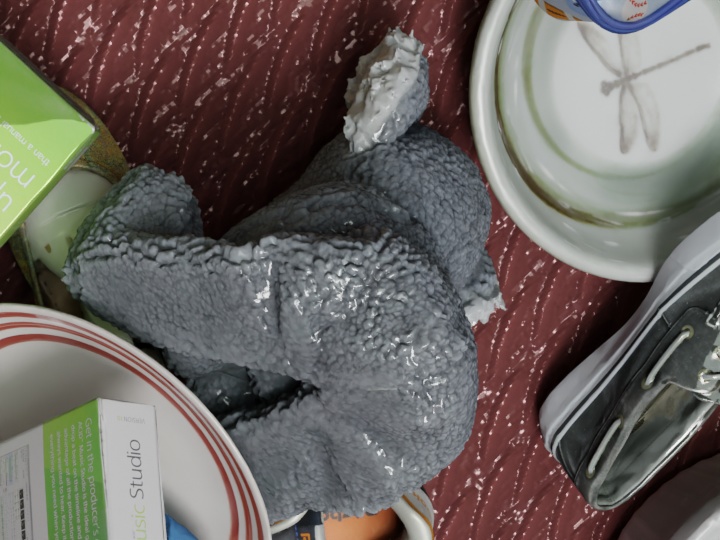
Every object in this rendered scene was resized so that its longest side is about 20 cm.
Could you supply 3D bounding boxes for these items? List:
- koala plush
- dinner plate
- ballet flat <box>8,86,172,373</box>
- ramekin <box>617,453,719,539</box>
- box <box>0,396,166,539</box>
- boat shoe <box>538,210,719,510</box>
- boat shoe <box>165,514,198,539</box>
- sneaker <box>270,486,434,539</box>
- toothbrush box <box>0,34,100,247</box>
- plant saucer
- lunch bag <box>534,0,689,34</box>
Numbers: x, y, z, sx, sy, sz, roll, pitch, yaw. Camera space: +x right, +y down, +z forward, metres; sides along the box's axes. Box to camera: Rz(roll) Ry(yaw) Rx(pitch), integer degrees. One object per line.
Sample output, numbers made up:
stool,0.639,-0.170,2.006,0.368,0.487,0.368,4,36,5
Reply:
koala plush,0.000,0.000,1.275,0.200,0.183,0.178,-52,130,-46
dinner plate,-0.124,0.094,1.268,0.201,0.199,0.024,60,43,-21
ballet flat,-0.125,0.011,1.294,0.070,0.071,0.202,-15,108,-13
ramekin,0.215,0.186,1.432,0.201,0.094,0.204,-4,105,-17
box,-0.156,0.153,1.229,0.036,0.199,0.146,9,67,-39
boat shoe,0.172,0.042,1.358,0.072,0.071,0.200,11,129,-42
boat shoe,-0.140,0.180,1.281,0.084,0.069,0.200,36,136,3
sneaker,-0.059,0.136,1.342,0.199,0.079,0.079,-16,109,-11
toothbrush box,-0.234,-0.037,1.218,0.146,0.086,0.200,42,90,-4
plant saucer,0.142,-0.097,1.358,0.198,0.050,0.202,-5,106,-16
lunch bag,0.119,-0.223,1.251,0.160,0.075,0.201,-33,112,-14
